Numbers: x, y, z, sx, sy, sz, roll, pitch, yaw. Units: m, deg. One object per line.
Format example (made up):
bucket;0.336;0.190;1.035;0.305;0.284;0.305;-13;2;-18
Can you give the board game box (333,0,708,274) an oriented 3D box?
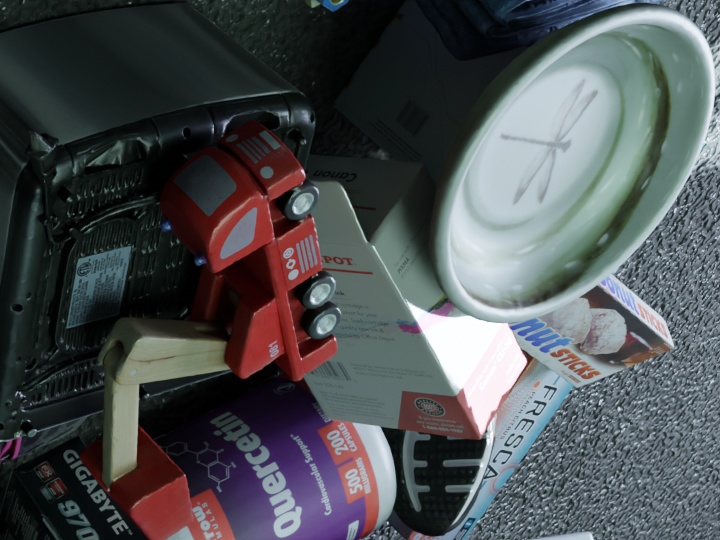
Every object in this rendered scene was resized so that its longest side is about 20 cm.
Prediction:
board game box;0.098;-0.086;1.443;0.103;0.105;0.200;-55;145;10

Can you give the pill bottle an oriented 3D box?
pill bottle;-0.084;0.143;1.467;0.200;0.112;0.113;-26;140;-28

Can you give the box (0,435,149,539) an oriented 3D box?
box;-0.146;0.203;1.358;0.046;0.159;0.200;-28;161;-28

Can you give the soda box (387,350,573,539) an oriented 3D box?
soda box;0.084;0.087;1.634;0.068;0.064;0.200;16;112;-53

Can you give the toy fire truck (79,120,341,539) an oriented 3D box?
toy fire truck;-0.081;0.033;1.210;0.141;0.049;0.200;-33;143;-19

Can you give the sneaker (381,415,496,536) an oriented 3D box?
sneaker;0.065;0.068;1.530;0.080;0.074;0.200;25;72;-63

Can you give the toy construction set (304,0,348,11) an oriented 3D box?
toy construction set;-0.009;-0.217;1.222;0.131;0.092;0.200;-46;156;-2

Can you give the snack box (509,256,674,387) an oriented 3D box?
snack box;0.128;0.026;1.506;0.072;0.024;0.200;-23;155;18

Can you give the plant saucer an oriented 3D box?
plant saucer;0.105;-0.066;1.335;0.200;0.050;0.200;-28;140;-27

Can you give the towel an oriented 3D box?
towel;0.113;-0.188;1.352;0.200;0.112;0.049;-22;157;-31

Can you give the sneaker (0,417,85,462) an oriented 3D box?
sneaker;-0.217;0.097;1.302;0.200;0.087;0.074;-13;133;-40

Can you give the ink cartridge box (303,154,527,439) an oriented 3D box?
ink cartridge box;0.000;0.000;1.376;0.068;0.116;0.200;-56;134;-32

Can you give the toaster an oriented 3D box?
toaster;-0.130;-0.033;1.240;0.181;0.119;0.200;-17;136;-37

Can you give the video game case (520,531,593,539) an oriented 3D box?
video game case;0.021;0.195;1.568;0.182;0.023;0.200;-4;172;-30
